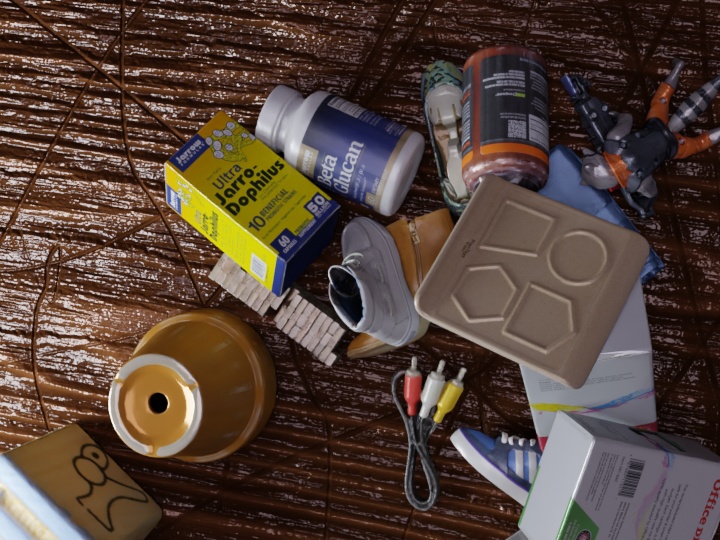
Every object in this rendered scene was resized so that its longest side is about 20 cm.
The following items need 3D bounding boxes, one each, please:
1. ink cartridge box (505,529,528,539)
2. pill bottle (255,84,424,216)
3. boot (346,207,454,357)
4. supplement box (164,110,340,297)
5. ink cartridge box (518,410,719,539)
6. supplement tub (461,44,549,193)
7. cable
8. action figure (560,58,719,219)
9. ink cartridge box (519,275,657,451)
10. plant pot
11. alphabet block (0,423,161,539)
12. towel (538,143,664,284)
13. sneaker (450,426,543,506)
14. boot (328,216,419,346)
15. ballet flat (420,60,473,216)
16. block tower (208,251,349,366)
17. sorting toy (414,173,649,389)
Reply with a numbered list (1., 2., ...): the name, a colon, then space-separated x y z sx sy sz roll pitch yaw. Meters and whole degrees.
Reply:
1. ink cartridge box: 0.272 0.338 1.207 0.175 0.045 0.202 -31 111 -7
2. pill bottle: -0.028 -0.157 1.272 0.198 0.111 0.112 25 98 10
3. boot: 0.050 0.016 1.297 0.199 0.071 0.146 -27 74 20
4. supplement box: -0.139 -0.084 1.277 0.199 0.110 0.109 38 65 9
5. ink cartridge box: 0.296 0.253 1.124 0.198 0.084 0.147 14 100 -21
6. supplement tub: 0.172 -0.158 1.203 0.105 0.107 0.203 -1 71 12
7. cable: 0.073 0.208 1.301 0.096 0.050 0.203 12 94 12
8. action figure: 0.329 -0.174 1.195 0.193 0.105 0.201 -39 91 -6
9. ink cartridge box: 0.258 0.092 1.159 0.143 0.201 0.147 -8 52 13
10. plant pot: -0.226 0.158 1.293 0.197 0.183 0.203 1 93 11
11. alphabet block: -0.415 0.350 1.335 0.195 0.200 0.197 43 100 7
12. towel: 0.271 -0.049 1.248 0.111 0.049 0.201 -38 86 11
13. sneaker: 0.229 0.218 1.261 0.199 0.081 0.147 36 91 11
14. boot: 0.000 0.000 1.238 0.074 0.095 0.201 -48 46 25
15. ballet flat: 0.118 -0.168 1.264 0.073 0.074 0.203 -15 90 12
16. block tower: -0.100 0.043 1.327 0.199 0.054 0.058 37 100 7
17. sorting toy: 0.183 0.009 1.081 0.198 0.037 0.186 26 73 19
